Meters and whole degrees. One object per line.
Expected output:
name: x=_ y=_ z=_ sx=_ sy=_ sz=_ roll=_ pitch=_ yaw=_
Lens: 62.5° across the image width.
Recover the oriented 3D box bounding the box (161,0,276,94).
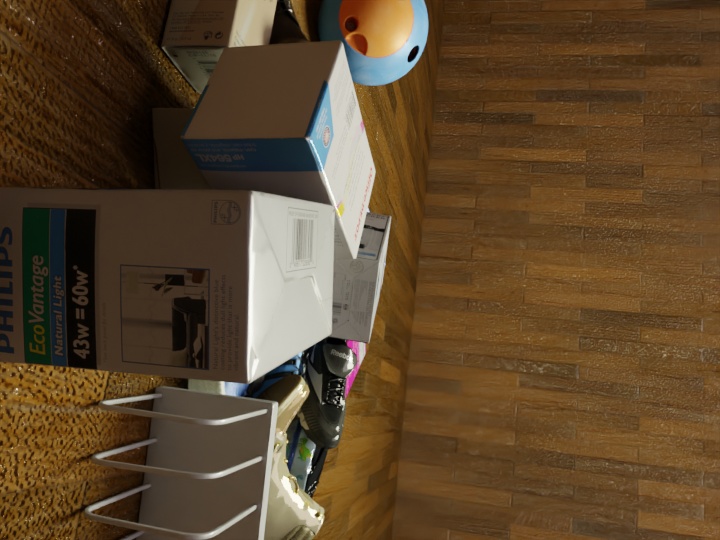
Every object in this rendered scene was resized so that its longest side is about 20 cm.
box: x=-0.143 y=-0.304 z=0.647 sx=0.095 sy=0.077 sz=0.202 roll=51 pitch=45 yaw=-72

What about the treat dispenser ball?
treat dispenser ball: x=0.022 y=-0.440 z=1.072 sx=0.201 sy=0.199 sz=0.203 roll=4 pitch=90 yaw=-78

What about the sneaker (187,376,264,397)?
sneaker: x=-0.163 y=0.158 z=0.710 sx=0.111 sy=0.076 sz=0.202 roll=31 pitch=57 yaw=-66

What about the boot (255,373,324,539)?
boot: x=-0.096 y=0.246 z=0.734 sx=0.201 sy=0.155 sz=0.073 roll=-53 pitch=-160 yaw=-19

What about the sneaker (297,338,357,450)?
sneaker: x=-0.044 y=0.149 z=0.831 sx=0.091 sy=0.066 sz=0.201 roll=-53 pitch=-155 yaw=30

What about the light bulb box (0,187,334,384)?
light bulb box: x=-0.141 y=0.003 z=0.478 sx=0.198 sy=0.198 sz=0.126 roll=-13 pitch=105 yaw=-77

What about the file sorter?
file sorter: x=-0.174 y=0.221 z=0.555 sx=0.124 sy=0.137 sz=0.202 roll=27 pitch=67 yaw=-73

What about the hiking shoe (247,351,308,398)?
hiking shoe: x=-0.099 y=0.133 z=0.817 sx=0.201 sy=0.086 sz=0.074 roll=-54 pitch=157 yaw=-13

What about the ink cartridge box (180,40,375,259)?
ink cartridge box: x=-0.066 y=-0.106 z=0.605 sx=0.201 sy=0.124 sz=0.129 roll=71 pitch=27 yaw=-53

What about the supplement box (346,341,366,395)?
supplement box: x=-0.058 y=0.157 z=1.135 sx=0.200 sy=0.100 sz=0.104 roll=-57 pitch=148 yaw=-67

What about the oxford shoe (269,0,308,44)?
oxford shoe: x=-0.106 y=-0.295 z=0.728 sx=0.200 sy=0.072 sz=0.085 roll=-124 pitch=-154 yaw=-53

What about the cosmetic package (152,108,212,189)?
cosmetic package: x=-0.164 y=-0.069 z=0.642 sx=0.104 sy=0.072 sz=0.202 roll=-36 pitch=128 yaw=-73

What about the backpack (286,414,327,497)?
backpack: x=-0.105 y=0.255 z=0.867 sx=0.201 sy=0.152 sz=0.164 roll=-103 pitch=-151 yaw=-54

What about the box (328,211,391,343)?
box: x=0.000 y=0.000 z=0.818 sx=0.200 sy=0.060 sz=0.118 roll=-72 pitch=169 yaw=-69
